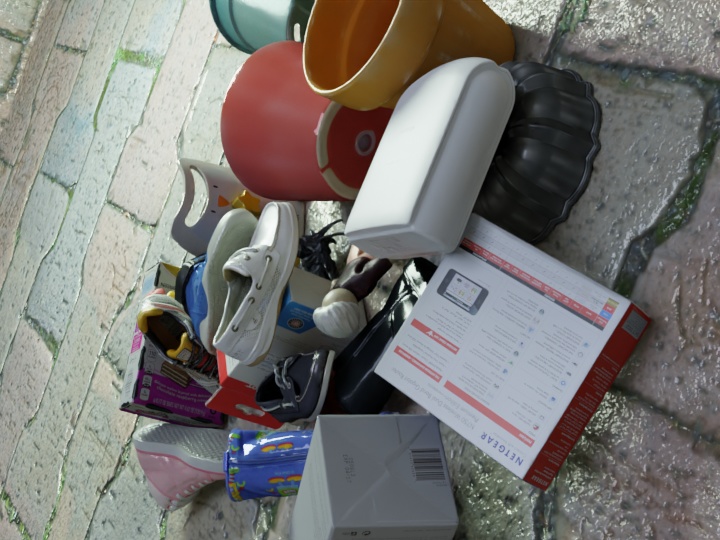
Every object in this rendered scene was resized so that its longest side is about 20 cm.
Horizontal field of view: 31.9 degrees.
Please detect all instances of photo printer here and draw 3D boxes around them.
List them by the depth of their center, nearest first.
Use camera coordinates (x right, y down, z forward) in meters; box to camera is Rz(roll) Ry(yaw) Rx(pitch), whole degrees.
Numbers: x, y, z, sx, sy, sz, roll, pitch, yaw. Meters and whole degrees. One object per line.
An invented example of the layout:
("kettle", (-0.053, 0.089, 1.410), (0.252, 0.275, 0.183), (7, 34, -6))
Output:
("photo printer", (0.071, -0.114, 1.243), (0.166, 0.069, 0.202), (-4, 60, 66))

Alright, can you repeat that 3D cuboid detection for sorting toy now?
("sorting toy", (-0.171, -0.071, 1.674), (0.107, 0.179, 0.202), (-33, 47, 45))

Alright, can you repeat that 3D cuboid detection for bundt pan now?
("bundt pan", (0.150, -0.126, 1.294), (0.201, 0.075, 0.204), (-34, 46, 44))

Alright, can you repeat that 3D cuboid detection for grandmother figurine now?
("grandmother figurine", (0.000, 0.000, 1.408), (0.121, 0.060, 0.201), (-47, 11, 46))

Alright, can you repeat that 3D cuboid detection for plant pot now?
("plant pot", (0.064, -0.255, 1.401), (0.200, 0.182, 0.202), (-34, 46, 43))
("plant pot", (-0.046, -0.171, 1.545), (0.176, 0.199, 0.203), (20, 90, 49))
("plant pot", (-0.077, -0.356, 1.697), (0.196, 0.199, 0.202), (42, 108, 50))

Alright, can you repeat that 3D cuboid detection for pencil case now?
("pencil case", (-0.049, 0.197, 1.327), (0.197, 0.087, 0.079), (-8, 68, 16))

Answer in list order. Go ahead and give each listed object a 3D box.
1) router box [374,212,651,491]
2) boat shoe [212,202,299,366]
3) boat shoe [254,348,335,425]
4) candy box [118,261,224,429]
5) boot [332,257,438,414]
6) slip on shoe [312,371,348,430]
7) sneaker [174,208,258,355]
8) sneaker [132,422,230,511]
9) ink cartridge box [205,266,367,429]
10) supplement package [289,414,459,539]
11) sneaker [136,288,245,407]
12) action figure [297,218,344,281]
("router box", (0.133, 0.068, 1.147), (0.199, 0.049, 0.181), (33, 91, 40))
("boat shoe", (-0.122, 0.004, 1.432), (0.071, 0.069, 0.202), (-25, 48, 52))
("boat shoe", (-0.076, 0.130, 1.419), (0.200, 0.062, 0.073), (130, 156, -66))
("candy box", (-0.242, 0.105, 1.725), (0.061, 0.135, 0.203), (-26, 52, 55))
("boot", (0.048, 0.099, 1.323), (0.169, 0.076, 0.201), (-55, 28, 19))
("slip on shoe", (-0.032, 0.193, 1.415), (0.074, 0.061, 0.202), (-43, 38, 39))
("sneaker", (-0.181, -0.006, 1.560), (0.111, 0.076, 0.202), (46, 138, 42))
("sneaker", (-0.216, 0.268, 1.667), (0.198, 0.075, 0.106), (5, 111, 38))
("ink cartridge box", (-0.094, 0.096, 1.515), (0.200, 0.115, 0.068), (-49, 35, 30))
("supplement package", (0.007, 0.243, 1.200), (0.201, 0.118, 0.122), (105, 161, -47))
("sneaker", (-0.214, 0.111, 1.637), (0.078, 0.199, 0.082), (-51, 3, 14))
("action figure", (-0.093, 0.017, 1.577), (0.201, 0.101, 0.119), (-60, 34, 21))
